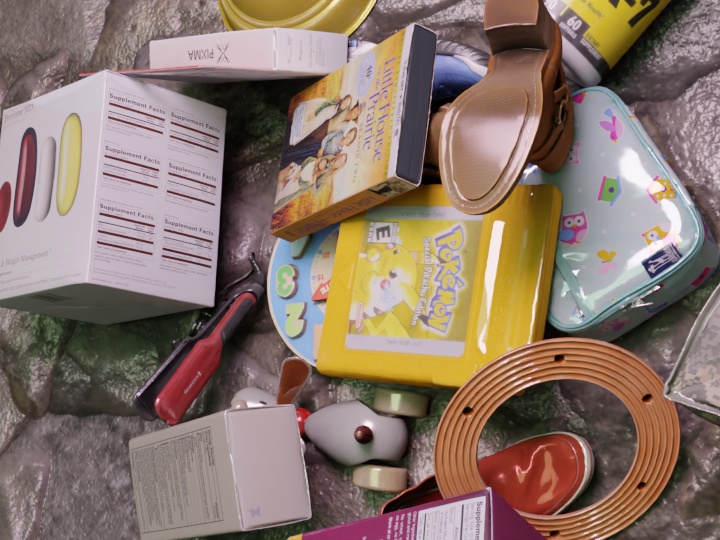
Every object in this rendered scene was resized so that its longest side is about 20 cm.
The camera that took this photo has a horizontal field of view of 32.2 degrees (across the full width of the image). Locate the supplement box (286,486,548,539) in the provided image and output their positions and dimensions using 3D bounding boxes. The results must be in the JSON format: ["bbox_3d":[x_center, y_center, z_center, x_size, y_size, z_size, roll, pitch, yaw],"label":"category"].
[{"bbox_3d":[0.048,0.265,1.002,0.200,0.131,0.103,-19,44,28],"label":"supplement box"}]

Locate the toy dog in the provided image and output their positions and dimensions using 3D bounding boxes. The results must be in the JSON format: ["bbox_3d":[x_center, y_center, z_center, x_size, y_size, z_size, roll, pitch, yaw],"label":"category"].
[{"bbox_3d":[-0.039,0.143,1.120,0.200,0.096,0.132,-15,72,22],"label":"toy dog"}]

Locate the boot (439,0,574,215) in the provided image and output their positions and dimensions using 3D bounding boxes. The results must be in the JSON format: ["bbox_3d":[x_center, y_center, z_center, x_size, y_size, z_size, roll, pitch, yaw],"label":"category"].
[{"bbox_3d":[0.128,-0.110,0.982,0.074,0.155,0.200,9,71,24],"label":"boot"}]

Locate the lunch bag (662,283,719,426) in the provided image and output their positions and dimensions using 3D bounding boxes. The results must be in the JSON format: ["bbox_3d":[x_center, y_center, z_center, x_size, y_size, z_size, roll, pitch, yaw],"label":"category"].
[{"bbox_3d":[0.335,0.039,0.929,0.118,0.164,0.200,27,91,34],"label":"lunch bag"}]

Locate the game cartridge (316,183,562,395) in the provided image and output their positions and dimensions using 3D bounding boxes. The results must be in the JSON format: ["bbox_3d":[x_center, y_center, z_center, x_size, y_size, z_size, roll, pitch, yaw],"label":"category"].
[{"bbox_3d":[0.064,0.011,1.059,0.200,0.032,0.177,2,76,33],"label":"game cartridge"}]

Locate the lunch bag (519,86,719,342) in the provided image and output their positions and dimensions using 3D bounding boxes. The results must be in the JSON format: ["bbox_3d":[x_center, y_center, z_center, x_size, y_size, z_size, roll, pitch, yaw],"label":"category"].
[{"bbox_3d":[0.196,-0.043,1.061,0.160,0.077,0.200,-33,61,14],"label":"lunch bag"}]

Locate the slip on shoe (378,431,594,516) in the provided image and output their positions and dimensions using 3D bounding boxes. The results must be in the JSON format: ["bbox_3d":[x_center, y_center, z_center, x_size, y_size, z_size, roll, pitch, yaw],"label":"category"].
[{"bbox_3d":[0.104,0.192,1.061,0.200,0.061,0.074,-23,68,16],"label":"slip on shoe"}]

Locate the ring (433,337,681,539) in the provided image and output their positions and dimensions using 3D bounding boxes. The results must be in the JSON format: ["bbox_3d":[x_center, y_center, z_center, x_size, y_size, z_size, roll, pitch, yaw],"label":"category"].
[{"bbox_3d":[0.157,0.141,1.002,0.200,0.200,0.019,-38,21,13],"label":"ring"}]

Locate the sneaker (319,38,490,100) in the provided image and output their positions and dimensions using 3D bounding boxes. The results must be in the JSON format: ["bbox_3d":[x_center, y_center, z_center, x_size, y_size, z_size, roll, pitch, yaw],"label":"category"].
[{"bbox_3d":[0.046,-0.175,1.177,0.200,0.076,0.077,3,85,36],"label":"sneaker"}]

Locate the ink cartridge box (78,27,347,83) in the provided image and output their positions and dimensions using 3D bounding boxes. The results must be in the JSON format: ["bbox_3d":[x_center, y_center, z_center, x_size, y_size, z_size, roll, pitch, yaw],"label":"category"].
[{"bbox_3d":[-0.141,-0.203,1.179,0.200,0.173,0.044,6,97,46],"label":"ink cartridge box"}]

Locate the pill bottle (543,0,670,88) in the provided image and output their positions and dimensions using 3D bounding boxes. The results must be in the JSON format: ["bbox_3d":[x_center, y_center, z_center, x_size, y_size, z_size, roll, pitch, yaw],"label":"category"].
[{"bbox_3d":[0.224,-0.269,1.084,0.114,0.114,0.200,44,98,27],"label":"pill bottle"}]

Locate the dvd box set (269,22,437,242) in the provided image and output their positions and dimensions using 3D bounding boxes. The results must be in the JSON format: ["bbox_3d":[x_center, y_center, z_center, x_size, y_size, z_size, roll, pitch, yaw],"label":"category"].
[{"bbox_3d":[-0.009,-0.117,1.104,0.200,0.029,0.147,-19,58,53],"label":"dvd box set"}]

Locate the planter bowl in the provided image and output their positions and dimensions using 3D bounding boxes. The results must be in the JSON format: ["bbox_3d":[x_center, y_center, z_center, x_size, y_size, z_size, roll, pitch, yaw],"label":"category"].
[{"bbox_3d":[-0.078,-0.320,1.258,0.200,0.083,0.201,-6,75,24],"label":"planter bowl"}]

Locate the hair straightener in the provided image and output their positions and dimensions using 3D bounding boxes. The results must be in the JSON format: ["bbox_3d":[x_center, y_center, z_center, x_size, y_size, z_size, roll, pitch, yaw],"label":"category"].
[{"bbox_3d":[-0.156,0.060,1.189,0.077,0.041,0.200,0,50,43],"label":"hair straightener"}]

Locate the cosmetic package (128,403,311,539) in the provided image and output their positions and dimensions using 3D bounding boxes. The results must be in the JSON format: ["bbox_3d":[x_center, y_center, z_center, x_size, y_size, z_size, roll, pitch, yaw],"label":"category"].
[{"bbox_3d":[-0.130,0.184,1.112,0.200,0.071,0.105,-20,75,53],"label":"cosmetic package"}]

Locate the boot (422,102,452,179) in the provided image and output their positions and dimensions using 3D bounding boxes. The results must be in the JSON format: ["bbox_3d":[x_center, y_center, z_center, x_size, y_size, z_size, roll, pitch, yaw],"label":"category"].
[{"bbox_3d":[0.056,-0.098,1.083,0.075,0.200,0.074,-26,99,-10],"label":"boot"}]

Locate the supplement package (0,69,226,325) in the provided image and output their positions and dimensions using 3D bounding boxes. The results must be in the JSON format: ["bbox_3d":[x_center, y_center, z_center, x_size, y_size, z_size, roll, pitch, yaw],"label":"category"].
[{"bbox_3d":[-0.249,-0.063,1.213,0.191,0.147,0.200,-10,72,44],"label":"supplement package"}]

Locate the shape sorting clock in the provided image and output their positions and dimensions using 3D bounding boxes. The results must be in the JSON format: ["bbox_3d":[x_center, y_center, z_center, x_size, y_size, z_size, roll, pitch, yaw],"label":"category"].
[{"bbox_3d":[0.000,0.000,1.169,0.200,0.039,0.200,-6,75,24],"label":"shape sorting clock"}]
